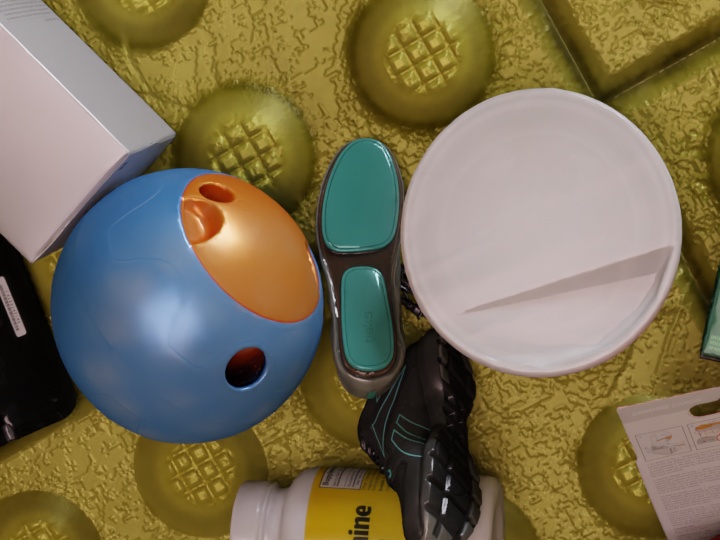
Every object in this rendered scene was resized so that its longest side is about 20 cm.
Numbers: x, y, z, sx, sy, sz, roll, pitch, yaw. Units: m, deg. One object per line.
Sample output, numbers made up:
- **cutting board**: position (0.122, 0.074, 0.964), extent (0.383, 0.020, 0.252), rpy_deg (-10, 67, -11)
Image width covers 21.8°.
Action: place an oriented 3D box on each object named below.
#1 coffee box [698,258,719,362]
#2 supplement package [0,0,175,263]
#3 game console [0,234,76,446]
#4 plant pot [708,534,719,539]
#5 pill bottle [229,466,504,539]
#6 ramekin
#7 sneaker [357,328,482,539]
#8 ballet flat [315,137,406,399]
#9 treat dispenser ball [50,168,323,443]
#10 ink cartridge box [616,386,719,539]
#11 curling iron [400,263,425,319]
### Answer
- **coffee box**: position (0.322, -0.022, 1.333), extent (0.122, 0.044, 0.201), rpy_deg (12, 88, 9)
- **supplement package**: position (-0.261, -0.123, 1.411), extent (0.200, 0.121, 0.120), rpy_deg (45, 105, 1)
- **game console**: position (-0.349, 0.053, 1.515), extent (0.175, 0.116, 0.201), rpy_deg (-23, 97, -16)
- **plant pot**: position (0.268, 0.290, 1.349), extent (0.182, 0.200, 0.201), rpy_deg (-20, 96, 20)
- **pill bottle**: position (0.006, 0.207, 1.424), extent (0.199, 0.112, 0.113), rpy_deg (1, 100, 11)
- **ramekin**: position (0.132, -0.023, 1.349), extent (0.201, 0.094, 0.204), rpy_deg (-1, 84, 10)
- **sneaker**: position (0.042, 0.135, 1.379), extent (0.079, 0.201, 0.075), rpy_deg (-22, 128, 23)
- **ballet flat**: position (0.000, 0.000, 1.403), extent (0.067, 0.064, 0.201), rpy_deg (0, 67, -2)
- **treat dispenser ball**: position (-0.126, 0.025, 1.371), extent (0.200, 0.201, 0.202), rpy_deg (2, 101, 11)
- **ink cartridge box**: position (0.276, 0.118, 1.329), extent (0.160, 0.050, 0.200), rpy_deg (-14, 139, 13)
- **curling iron**: position (0.120, 0.013, 1.411), extent (0.199, 0.026, 0.050), rpy_deg (1, 94, 12)
